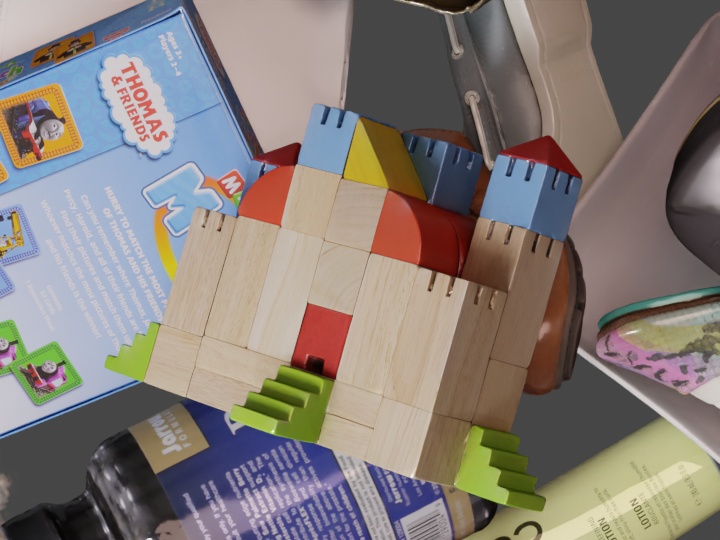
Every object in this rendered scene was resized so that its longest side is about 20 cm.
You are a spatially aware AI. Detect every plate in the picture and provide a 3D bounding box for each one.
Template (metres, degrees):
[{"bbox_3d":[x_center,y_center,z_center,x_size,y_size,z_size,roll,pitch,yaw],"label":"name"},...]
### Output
[{"bbox_3d":[0.191,0.008,1.091,0.200,0.032,0.200,39,63,-3],"label":"plate"}]

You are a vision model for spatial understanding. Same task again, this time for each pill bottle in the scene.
[{"bbox_3d":[-0.049,0.104,1.028,0.199,0.112,0.112,-26,86,-11],"label":"pill bottle"}]

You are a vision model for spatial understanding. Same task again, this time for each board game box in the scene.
[{"bbox_3d":[-0.135,-0.015,1.012,0.199,0.037,0.152,-21,114,8],"label":"board game box"}]

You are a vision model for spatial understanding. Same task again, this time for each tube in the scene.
[{"bbox_3d":[0.074,0.137,1.072,0.199,0.052,0.058,-30,59,-6],"label":"tube"}]

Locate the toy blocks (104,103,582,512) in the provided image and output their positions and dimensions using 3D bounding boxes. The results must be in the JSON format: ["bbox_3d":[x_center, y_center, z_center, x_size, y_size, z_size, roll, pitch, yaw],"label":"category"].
[{"bbox_3d":[0.000,0.000,0.926,0.100,0.199,0.137,17,89,-49],"label":"toy blocks"}]

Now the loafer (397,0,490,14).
[{"bbox_3d":[-0.017,-0.164,1.018,0.199,0.076,0.068,14,36,2],"label":"loafer"}]

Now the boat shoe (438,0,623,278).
[{"bbox_3d":[0.079,-0.064,1.104,0.073,0.062,0.201,-14,94,-50],"label":"boat shoe"}]

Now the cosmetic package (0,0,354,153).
[{"bbox_3d":[-0.106,-0.090,1.066,0.199,0.081,0.113,9,81,-7],"label":"cosmetic package"}]

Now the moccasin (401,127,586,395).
[{"bbox_3d":[0.039,-0.009,1.004,0.077,0.202,0.074,1,121,-20],"label":"moccasin"}]

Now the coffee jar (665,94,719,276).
[{"bbox_3d":[0.202,-0.060,1.014,0.104,0.085,0.200,36,36,1],"label":"coffee jar"}]

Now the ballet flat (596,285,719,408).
[{"bbox_3d":[0.198,0.032,1.032,0.199,0.069,0.071,-12,80,-28],"label":"ballet flat"}]
